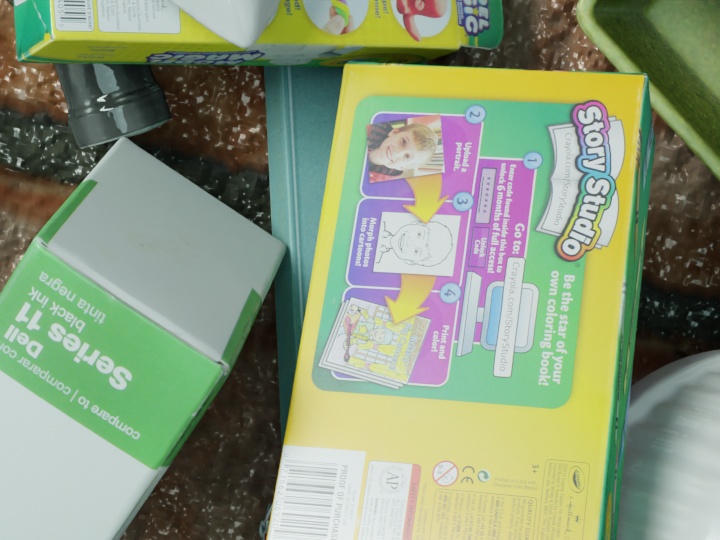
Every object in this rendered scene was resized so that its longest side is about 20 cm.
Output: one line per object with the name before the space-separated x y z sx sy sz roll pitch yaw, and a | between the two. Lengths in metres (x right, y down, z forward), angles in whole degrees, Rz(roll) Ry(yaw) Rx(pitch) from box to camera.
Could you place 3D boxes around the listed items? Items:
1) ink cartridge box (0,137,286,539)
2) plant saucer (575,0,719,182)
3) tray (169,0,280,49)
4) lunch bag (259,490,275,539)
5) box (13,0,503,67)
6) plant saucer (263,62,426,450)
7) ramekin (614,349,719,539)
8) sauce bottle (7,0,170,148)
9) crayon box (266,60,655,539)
ink cartridge box | -0.121 0.067 0.742 0.083 0.147 0.201 33 108 -6
plant saucer | 0.219 -0.106 0.825 0.200 0.048 0.200 -44 99 1
tray | -0.093 -0.177 0.693 0.199 0.022 0.108 36 60 -14
lunch bag | 0.052 0.144 0.828 0.175 0.082 0.201 -33 97 3
box | -0.036 -0.140 0.761 0.198 0.048 0.119 -2 86 -27
plant saucer | 0.000 0.000 0.786 0.069 0.019 0.202 -1 69 -6
ramekin | 0.172 0.131 0.749 0.198 0.105 0.202 0 91 -21
sauce bottle | -0.125 -0.149 0.777 0.064 0.065 0.202 -16 99 -3
crayon box | 0.041 0.024 0.725 0.118 0.058 0.202 4 68 13
